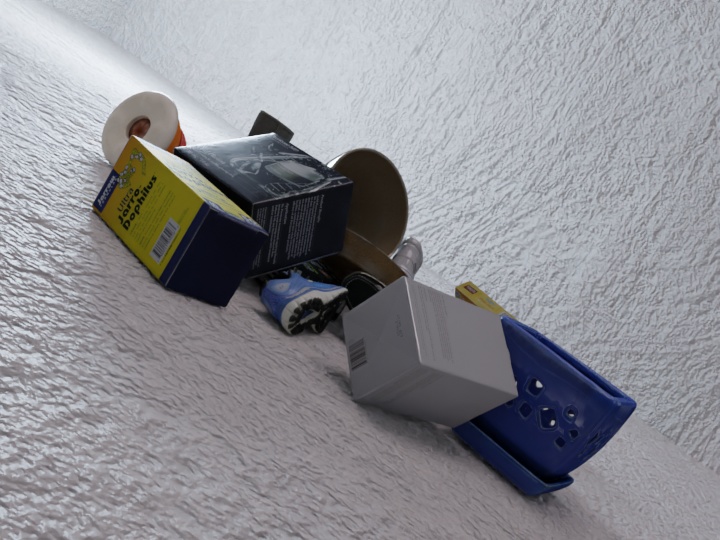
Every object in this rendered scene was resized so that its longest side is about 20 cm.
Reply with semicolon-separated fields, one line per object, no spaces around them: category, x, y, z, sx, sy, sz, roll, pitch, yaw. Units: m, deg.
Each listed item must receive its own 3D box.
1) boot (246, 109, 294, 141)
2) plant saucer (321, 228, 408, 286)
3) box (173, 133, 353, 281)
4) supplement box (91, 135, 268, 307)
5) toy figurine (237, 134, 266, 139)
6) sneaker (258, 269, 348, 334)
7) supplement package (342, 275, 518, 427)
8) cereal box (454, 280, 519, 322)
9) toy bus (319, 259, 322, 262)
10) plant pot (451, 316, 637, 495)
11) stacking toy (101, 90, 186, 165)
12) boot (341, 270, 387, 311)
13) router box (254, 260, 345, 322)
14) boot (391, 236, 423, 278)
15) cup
boot;-0.230;-0.220;1.747;0.072;0.202;0.181;36;7;33
plant saucer;0.000;0.000;1.427;0.198;0.036;0.201;33;-15;10
box;-0.149;-0.101;1.314;0.194;0.126;0.199;-15;39;-44
supplement box;-0.226;-0.063;1.105;0.199;0.111;0.108;39;9;37
toy figurine;-0.200;-0.155;1.531;0.198;0.186;0.150;28;8;-32
sneaker;-0.082;0.035;1.256;0.089;0.079;0.199;38;8;16
supplement package;0.090;0.111;1.143;0.198;0.119;0.124;22;47;-40
cereal box;0.215;0.140;1.547;0.039;0.204;0.144;-19;36;-24
toy bus;-0.021;0.024;1.656;0.078;0.066;0.199;37;8;37
plant pot;0.250;0.200;1.257;0.199;0.182;0.199;38;8;26
stacking toy;-0.335;-0.196;1.527;0.145;0.147;0.200;38;-7;32
boot;0.041;0.096;1.293;0.205;0.073;0.154;54;8;-4
router box;-0.124;-0.011;1.419;0.149;0.063;0.200;25;12;-47
boot;0.081;0.024;1.637;0.072;0.097;0.201;25;-30;10
cup;-0.032;-0.108;1.583;0.198;0.205;0.142;28;-18;-37
